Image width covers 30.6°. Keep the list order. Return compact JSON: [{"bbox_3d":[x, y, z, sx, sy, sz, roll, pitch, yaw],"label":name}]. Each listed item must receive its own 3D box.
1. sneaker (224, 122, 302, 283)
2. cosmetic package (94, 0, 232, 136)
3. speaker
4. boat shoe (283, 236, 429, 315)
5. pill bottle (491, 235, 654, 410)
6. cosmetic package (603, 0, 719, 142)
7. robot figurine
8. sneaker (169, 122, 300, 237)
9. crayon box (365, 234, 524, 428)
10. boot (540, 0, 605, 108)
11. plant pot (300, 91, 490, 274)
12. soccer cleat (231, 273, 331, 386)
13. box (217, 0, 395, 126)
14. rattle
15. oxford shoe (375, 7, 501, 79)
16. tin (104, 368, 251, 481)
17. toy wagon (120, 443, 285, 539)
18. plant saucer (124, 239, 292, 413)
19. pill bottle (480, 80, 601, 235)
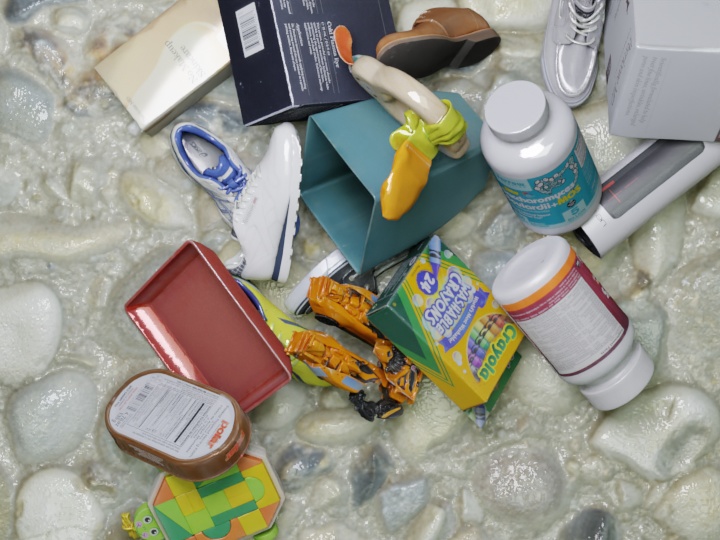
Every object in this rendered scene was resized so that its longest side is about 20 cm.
[{"bbox_3d":[-0.112,-0.079,1.550,0.080,0.076,0.201,8,111,-3],"label":"sneaker"},{"bbox_3d":[-0.215,-0.266,1.614,0.200,0.071,0.105,-39,89,0],"label":"cosmetic package"},{"bbox_3d":[0.342,-0.104,1.597,0.200,0.081,0.081,-38,89,1],"label":"speaker"},{"bbox_3d":[0.000,0.000,1.604,0.200,0.072,0.071,-37,84,-2],"label":"boat shoe"},{"bbox_3d":[0.255,0.065,1.563,0.110,0.110,0.200,-41,106,0],"label":"pill bottle"},{"bbox_3d":[0.378,-0.278,1.523,0.164,0.165,0.201,4,59,1],"label":"cosmetic package"},{"bbox_3d":[0.007,0.094,1.560,0.200,0.058,0.145,31,68,-34],"label":"robot figurine"},{"bbox_3d":[-0.159,-0.103,1.602,0.200,0.088,0.075,40,88,0],"label":"sneaker"},{"bbox_3d":[0.116,0.072,1.560,0.200,0.052,0.126,45,54,-13],"label":"crayon box"},{"bbox_3d":[0.261,-0.302,1.593,0.073,0.096,0.201,2,89,1],"label":"boot"},{"bbox_3d":[0.052,-0.120,1.549,0.199,0.142,0.141,-23,60,-25],"label":"plant pot"},{"bbox_3d":[-0.109,0.076,1.598,0.200,0.084,0.065,40,94,2],"label":"soccer cleat"},{"bbox_3d":[-0.059,-0.282,1.551,0.182,0.104,0.201,-11,88,-40],"label":"box"},{"bbox_3d":[0.012,-0.163,1.448,0.200,0.130,0.143,36,101,18],"label":"rattle"},{"bbox_3d":[0.080,-0.278,1.573,0.071,0.200,0.071,-46,71,40],"label":"oxford shoe"},{"bbox_3d":[-0.220,0.182,1.566,0.199,0.042,0.112,16,60,34],"label":"tin"},{"bbox_3d":[-0.194,0.284,1.592,0.199,0.040,0.156,-22,112,1],"label":"toy wagon"},{"bbox_3d":[-0.176,0.077,1.573,0.037,0.200,0.200,-34,87,-42],"label":"plant saucer"},{"bbox_3d":[0.203,-0.132,1.503,0.110,0.200,0.111,-11,58,19],"label":"pill bottle"}]
